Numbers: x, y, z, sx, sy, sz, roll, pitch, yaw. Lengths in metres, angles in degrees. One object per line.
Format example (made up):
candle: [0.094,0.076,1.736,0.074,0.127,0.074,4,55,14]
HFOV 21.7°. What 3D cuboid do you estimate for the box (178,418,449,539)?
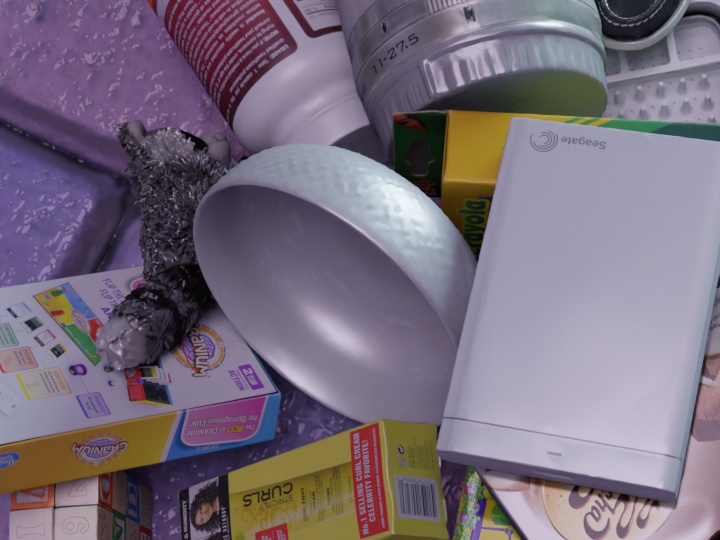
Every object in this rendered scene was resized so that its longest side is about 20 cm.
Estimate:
box: [-0.033,0.151,1.165,0.200,0.050,0.076,-22,65,43]

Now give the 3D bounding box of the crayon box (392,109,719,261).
crayon box: [0.117,-0.046,1.150,0.199,0.127,0.051,3,68,4]

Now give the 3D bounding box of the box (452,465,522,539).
box: [0.164,0.148,1.145,0.192,0.122,0.201,10,75,14]

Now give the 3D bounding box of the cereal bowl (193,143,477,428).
cereal bowl: [0.000,0.000,1.144,0.200,0.200,0.083,31,56,18]

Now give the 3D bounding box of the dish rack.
dish rack: [0.185,-0.079,1.251,0.171,0.044,0.201,-10,72,7]

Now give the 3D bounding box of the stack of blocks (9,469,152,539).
stack of blocks: [-0.176,0.229,1.192,0.058,0.115,0.201,-5,73,10]

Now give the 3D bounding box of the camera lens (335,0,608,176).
camera lens: [0.064,-0.178,1.199,0.159,0.160,0.201,-16,68,6]

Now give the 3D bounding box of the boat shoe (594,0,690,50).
boat shoe: [0.196,-0.235,1.257,0.074,0.060,0.201,13,59,21]

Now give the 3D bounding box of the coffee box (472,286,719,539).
coffee box: [0.179,0.103,1.050,0.200,0.080,0.113,-35,68,-1]

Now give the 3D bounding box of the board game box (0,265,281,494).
board game box: [-0.171,0.064,1.199,0.199,0.040,0.153,-9,40,-24]

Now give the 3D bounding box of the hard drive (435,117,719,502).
hard drive: [0.127,0.017,1.036,0.131,0.027,0.201,9,71,17]

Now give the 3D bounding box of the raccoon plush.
raccoon plush: [-0.142,-0.031,1.230,0.134,0.097,0.200,22,36,30]

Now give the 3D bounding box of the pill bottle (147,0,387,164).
pill bottle: [-0.058,-0.151,1.283,0.113,0.113,0.200,-33,70,0]
